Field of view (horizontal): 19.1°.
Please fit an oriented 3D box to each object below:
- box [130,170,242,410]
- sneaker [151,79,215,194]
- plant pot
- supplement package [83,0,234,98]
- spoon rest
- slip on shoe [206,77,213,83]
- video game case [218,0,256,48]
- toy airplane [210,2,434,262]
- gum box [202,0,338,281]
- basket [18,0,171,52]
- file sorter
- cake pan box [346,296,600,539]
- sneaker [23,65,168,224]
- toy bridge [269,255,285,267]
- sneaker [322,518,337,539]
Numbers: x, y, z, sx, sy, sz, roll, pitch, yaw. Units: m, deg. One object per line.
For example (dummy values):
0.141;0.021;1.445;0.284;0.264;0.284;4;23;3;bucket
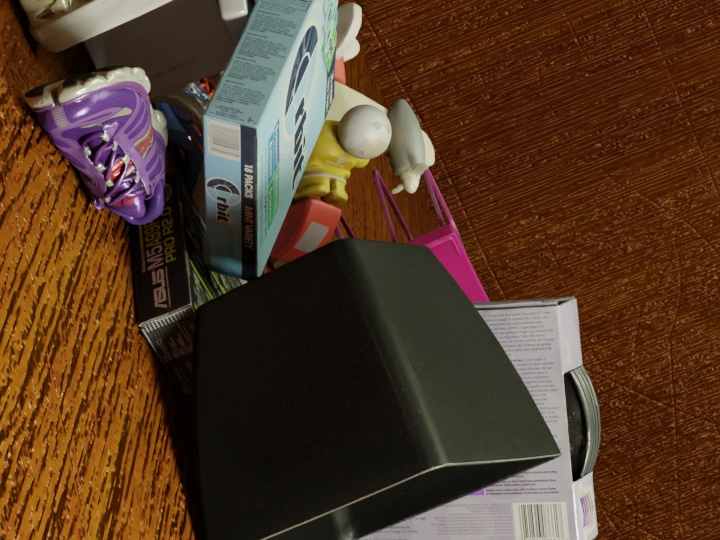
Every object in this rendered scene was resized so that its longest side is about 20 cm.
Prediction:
-0.113;0.048;1.623;0.161;0.044;0.201;-101;167;-48;box
-0.130;-0.131;1.842;0.075;0.078;0.201;-95;163;-65;sneaker
-0.006;0.085;1.507;0.199;0.198;0.179;6;63;-60;plant pot
-0.167;-0.237;1.727;0.201;0.113;0.110;-99;167;-58;supplement package
-0.130;-0.066;1.744;0.100;0.060;0.201;-92;159;-66;spoon rest
-0.149;-0.166;1.896;0.074;0.061;0.202;-140;-142;-65;slip on shoe
-0.099;-0.256;1.626;0.182;0.023;0.202;71;8;-76;video game case
-0.024;-0.129;1.787;0.140;0.200;0.201;6;-55;47;toy airplane
-0.064;-0.122;1.578;0.171;0.044;0.201;93;15;-51;gum box
-0.196;-0.271;1.544;0.201;0.135;0.124;-100;164;-56;basket
0.000;0.000;1.971;0.139;0.198;0.126;60;9;-49;file sorter
0.078;0.116;1.596;0.052;0.198;0.186;-18;101;-65;cake pan box
-0.168;-0.083;1.471;0.200;0.080;0.084;48;29;-72;sneaker
-0.019;0.056;2.078;0.200;0.027;0.067;52;7;21;toy bridge
-0.045;0.187;1.650;0.092;0.075;0.201;58;12;-36;sneaker
